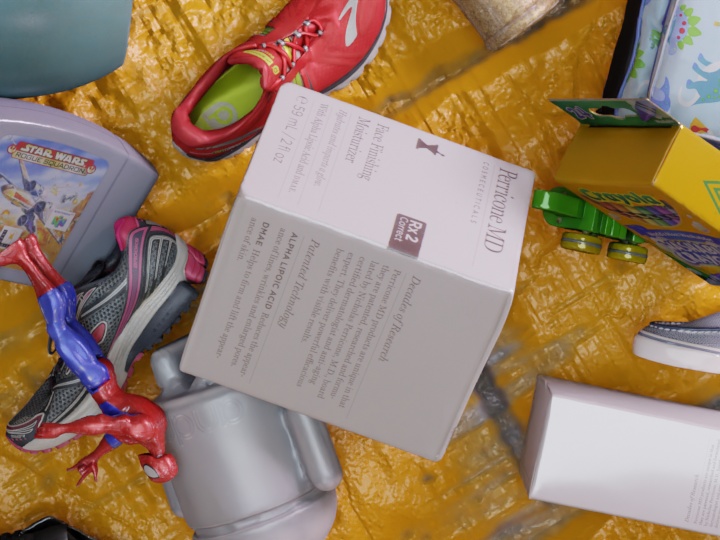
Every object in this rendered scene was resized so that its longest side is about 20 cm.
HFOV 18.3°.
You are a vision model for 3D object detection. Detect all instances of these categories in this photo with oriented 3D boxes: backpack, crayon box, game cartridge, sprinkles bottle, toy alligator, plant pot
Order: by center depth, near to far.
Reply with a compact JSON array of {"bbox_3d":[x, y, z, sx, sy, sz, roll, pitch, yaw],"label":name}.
[{"bbox_3d":[0.228,-0.051,1.581,0.200,0.126,0.052,32,79,-26],"label":"crayon box"},{"bbox_3d":[-0.242,-0.214,1.587,0.161,0.201,0.201,3,95,-9],"label":"plant pot"},{"bbox_3d":[-0.246,-0.056,1.607,0.200,0.042,0.133,14,121,-42],"label":"game cartridge"},{"bbox_3d":[0.291,-0.153,1.617,0.200,0.147,0.183,14,97,-4],"label":"backpack"},{"bbox_3d":[0.063,-0.258,1.644,0.068,0.068,0.200,-38,95,3],"label":"sprinkles bottle"},{"bbox_3d":[0.203,-0.036,1.672,0.200,0.054,0.059,11,90,-28],"label":"toy alligator"}]

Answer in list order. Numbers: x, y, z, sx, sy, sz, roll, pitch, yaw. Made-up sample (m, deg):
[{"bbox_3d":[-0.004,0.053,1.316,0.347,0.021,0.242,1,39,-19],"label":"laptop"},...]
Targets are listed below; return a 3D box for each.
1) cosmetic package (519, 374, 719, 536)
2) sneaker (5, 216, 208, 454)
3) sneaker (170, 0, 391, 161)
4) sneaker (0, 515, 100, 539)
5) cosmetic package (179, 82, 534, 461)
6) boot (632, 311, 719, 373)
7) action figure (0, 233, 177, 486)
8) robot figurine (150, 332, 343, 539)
[{"bbox_3d":[0.225,0.140,1.663,0.200,0.108,0.085,10,96,0],"label":"cosmetic package"},{"bbox_3d":[-0.200,0.048,1.656,0.075,0.081,0.200,35,94,-21],"label":"sneaker"},{"bbox_3d":[-0.057,-0.150,1.639,0.200,0.085,0.077,-43,84,3],"label":"sneaker"},{"bbox_3d":[-0.255,0.215,1.662,0.104,0.060,0.200,-41,129,22],"label":"sneaker"},{"bbox_3d":[0.000,0.000,1.592,0.200,0.165,0.165,19,125,-3],"label":"cosmetic package"},{"bbox_3d":[0.305,0.031,1.674,0.200,0.073,0.090,4,97,-10],"label":"boot"},{"bbox_3d":[-0.212,0.083,1.594,0.099,0.065,0.200,-38,90,10],"label":"action figure"},{"bbox_3d":[-0.087,0.140,1.657,0.170,0.113,0.200,-16,96,42],"label":"robot figurine"}]
